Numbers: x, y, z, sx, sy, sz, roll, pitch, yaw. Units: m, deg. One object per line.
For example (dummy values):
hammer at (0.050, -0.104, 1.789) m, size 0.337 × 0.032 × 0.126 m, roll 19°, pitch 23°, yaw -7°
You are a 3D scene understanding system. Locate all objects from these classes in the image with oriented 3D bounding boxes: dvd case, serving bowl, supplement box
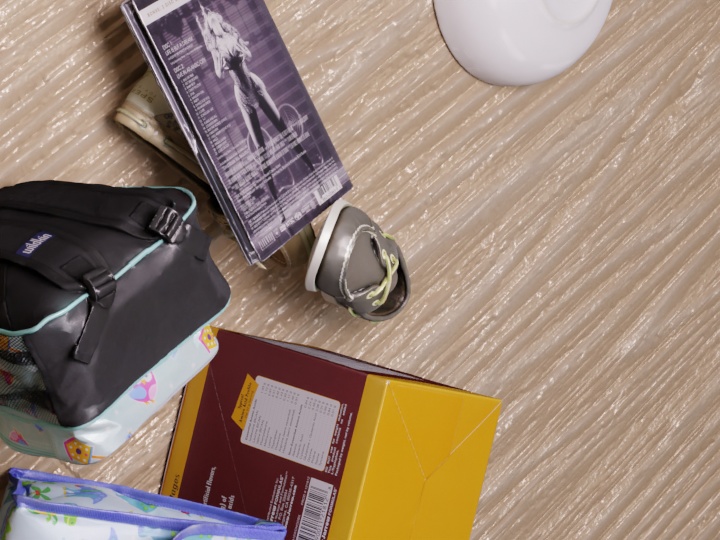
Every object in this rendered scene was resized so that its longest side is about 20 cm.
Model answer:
dvd case at (-0.084, -0.120, 1.593) m, size 0.149 × 0.016 × 0.201 m, roll -41°, pitch 109°, yaw -55°
serving bowl at (0.149, -0.247, 1.840) m, size 0.199 × 0.066 × 0.202 m, roll -15°, pitch 111°, yaw -43°
supplement box at (-0.031, 0.162, 1.665) m, size 0.132 × 0.199 × 0.199 m, roll 13°, pitch 91°, yaw -47°

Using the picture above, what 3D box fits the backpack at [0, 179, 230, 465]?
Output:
backpack at (-0.202, 0.026, 1.464) m, size 0.176 × 0.199 × 0.154 m, roll -46°, pitch 135°, yaw -36°

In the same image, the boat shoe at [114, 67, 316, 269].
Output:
boat shoe at (-0.105, -0.066, 1.632) m, size 0.063 × 0.073 × 0.200 m, roll -49°, pitch 120°, yaw -16°

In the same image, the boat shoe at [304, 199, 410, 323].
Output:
boat shoe at (0.001, -0.003, 1.683) m, size 0.202 × 0.060 × 0.072 m, roll 56°, pitch 58°, yaw -79°

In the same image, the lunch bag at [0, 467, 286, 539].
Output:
lunch bag at (-0.161, 0.242, 1.559) m, size 0.199 × 0.127 × 0.171 m, roll 12°, pitch 95°, yaw -13°
